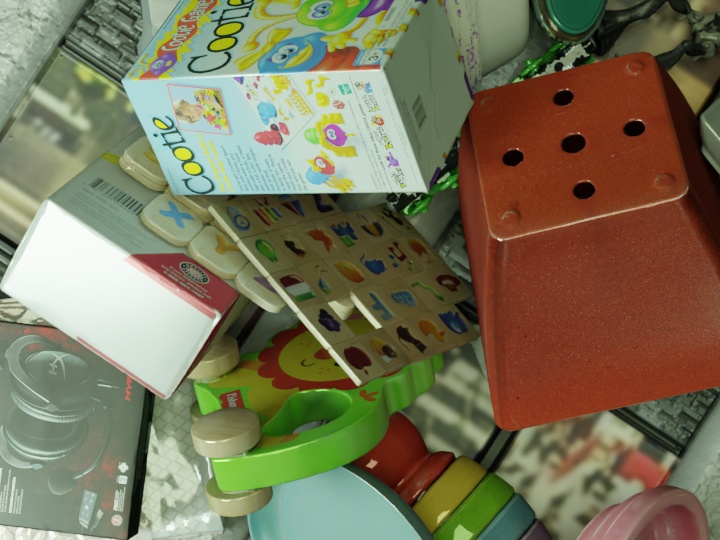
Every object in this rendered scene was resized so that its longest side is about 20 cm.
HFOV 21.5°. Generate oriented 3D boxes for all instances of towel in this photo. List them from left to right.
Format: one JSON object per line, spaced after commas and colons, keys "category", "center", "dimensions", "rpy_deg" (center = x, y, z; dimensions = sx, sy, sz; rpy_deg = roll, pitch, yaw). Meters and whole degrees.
{"category": "towel", "center": [-0.204, 0.115, 1.449], "dimensions": [0.190, 0.032, 0.201], "rpy_deg": [-6, 86, 1]}

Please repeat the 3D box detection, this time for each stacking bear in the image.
{"category": "stacking bear", "center": [0.057, 0.185, 1.403], "dimensions": [0.200, 0.122, 0.114], "rpy_deg": [44, 55, 5]}

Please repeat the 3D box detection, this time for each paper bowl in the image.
{"category": "paper bowl", "center": [0.064, -0.220, 1.374], "dimensions": [0.104, 0.201, 0.202], "rpy_deg": [-6, 87, 1]}

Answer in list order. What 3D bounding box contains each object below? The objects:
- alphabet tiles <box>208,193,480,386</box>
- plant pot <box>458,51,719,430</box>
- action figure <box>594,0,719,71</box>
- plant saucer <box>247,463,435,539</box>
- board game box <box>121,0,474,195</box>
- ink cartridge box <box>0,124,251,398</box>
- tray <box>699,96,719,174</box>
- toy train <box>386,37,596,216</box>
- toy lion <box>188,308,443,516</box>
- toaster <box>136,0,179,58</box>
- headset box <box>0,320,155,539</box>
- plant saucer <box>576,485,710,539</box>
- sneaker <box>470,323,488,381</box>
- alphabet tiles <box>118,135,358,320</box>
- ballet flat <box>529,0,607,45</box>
{"category": "alphabet tiles", "center": [0.000, 0.000, 1.371], "dimensions": [0.167, 0.200, 0.008], "rpy_deg": [49, 120, 16]}
{"category": "plant pot", "center": [0.162, -0.034, 1.326], "dimensions": [0.199, 0.177, 0.201], "rpy_deg": [-13, 52, 8]}
{"category": "action figure", "center": [0.278, -0.193, 1.421], "dimensions": [0.199, 0.102, 0.119], "rpy_deg": [-19, 76, 2]}
{"category": "plant saucer", "center": [-0.001, 0.215, 1.382], "dimensions": [0.027, 0.200, 0.200], "rpy_deg": [-36, 86, -39]}
{"category": "board game box", "center": [-0.041, -0.122, 1.285], "dimensions": [0.199, 0.105, 0.103], "rpy_deg": [1, 42, 27]}
{"category": "ink cartridge box", "center": [-0.147, -0.012, 1.366], "dimensions": [0.145, 0.200, 0.084], "rpy_deg": [33, 115, 2]}
{"category": "tray", "center": [0.288, -0.078, 1.375], "dimensions": [0.022, 0.200, 0.108], "rpy_deg": [-41, 87, 22]}
{"category": "toy train", "center": [0.098, -0.111, 1.442], "dimensions": [0.200, 0.056, 0.042], "rpy_deg": [-39, 93, -1]}
{"category": "toy lion", "center": [-0.030, 0.085, 1.366], "dimensions": [0.191, 0.200, 0.069], "rpy_deg": [-14, 114, -4]}
{"category": "toaster", "center": [-0.109, -0.219, 1.424], "dimensions": [0.128, 0.114, 0.201], "rpy_deg": [-8, 85, -3]}
{"category": "headset box", "center": [-0.256, 0.112, 1.396], "dimensions": [0.199, 0.077, 0.150], "rpy_deg": [8, 86, -1]}
{"category": "plant saucer", "center": [0.188, 0.249, 1.371], "dimensions": [0.051, 0.200, 0.202], "rpy_deg": [16, 87, 32]}
{"category": "sneaker", "center": [0.168, 0.020, 1.429], "dimensions": [0.199, 0.075, 0.087], "rpy_deg": [-32, 82, -1]}
{"category": "alphabet tiles", "center": [-0.078, -0.040, 1.379], "dimensions": [0.200, 0.196, 0.015], "rpy_deg": [35, 115, 2]}
{"category": "ballet flat", "center": [0.151, -0.246, 1.421], "dimensions": [0.074, 0.074, 0.201], "rpy_deg": [10, 65, 1]}
